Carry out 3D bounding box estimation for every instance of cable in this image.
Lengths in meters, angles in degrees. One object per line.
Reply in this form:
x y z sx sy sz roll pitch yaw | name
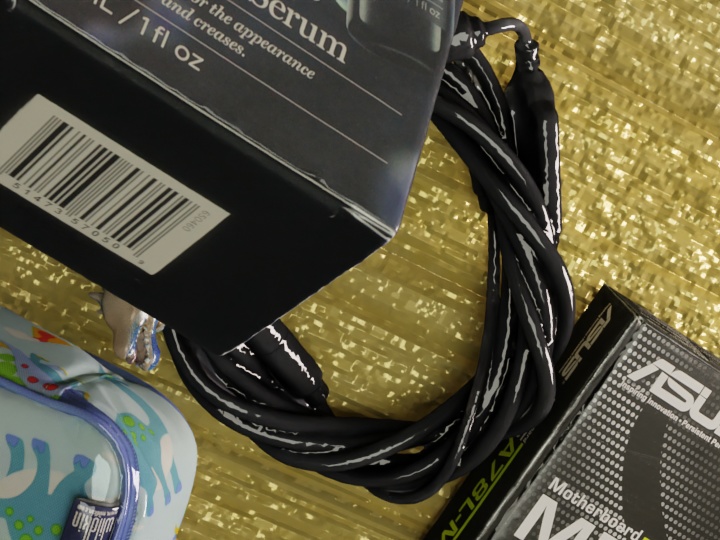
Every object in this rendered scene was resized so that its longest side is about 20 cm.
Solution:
0.000 0.000 0.793 0.162 0.051 0.202 -6 109 -12 | cable

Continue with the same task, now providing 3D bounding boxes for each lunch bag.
-0.167 0.085 0.721 0.199 0.082 0.162 26 102 12 | lunch bag

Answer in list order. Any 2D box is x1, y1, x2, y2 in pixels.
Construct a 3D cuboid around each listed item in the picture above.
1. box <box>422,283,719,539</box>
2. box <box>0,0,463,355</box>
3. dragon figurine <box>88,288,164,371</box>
0.126 0.136 0.870 0.199 0.048 0.194 33 101 -22 | box
-0.051 -0.104 0.661 0.148 0.201 0.107 31 143 -21 | box
-0.114 -0.054 0.733 0.059 0.099 0.201 -33 73 11 | dragon figurine
